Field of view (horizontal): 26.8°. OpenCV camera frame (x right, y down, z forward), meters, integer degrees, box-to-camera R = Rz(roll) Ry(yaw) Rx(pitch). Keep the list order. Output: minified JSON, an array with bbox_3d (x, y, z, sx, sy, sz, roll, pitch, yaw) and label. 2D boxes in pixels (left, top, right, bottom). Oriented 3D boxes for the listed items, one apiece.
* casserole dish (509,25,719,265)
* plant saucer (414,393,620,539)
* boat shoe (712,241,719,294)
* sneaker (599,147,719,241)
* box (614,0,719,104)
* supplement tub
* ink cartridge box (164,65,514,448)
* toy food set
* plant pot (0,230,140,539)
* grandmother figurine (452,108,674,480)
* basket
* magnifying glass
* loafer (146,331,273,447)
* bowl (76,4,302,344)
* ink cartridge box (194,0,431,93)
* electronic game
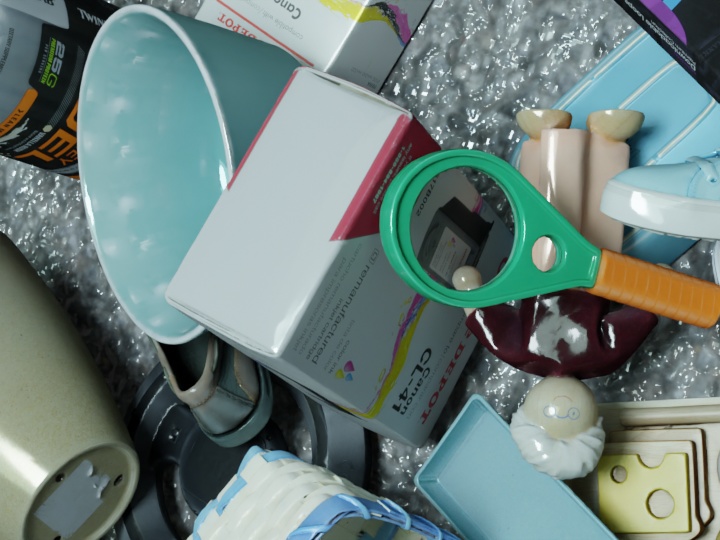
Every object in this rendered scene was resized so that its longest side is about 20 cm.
[{"bbox_3d":[0.165,-0.075,0.871,0.200,0.039,0.121,-43,64,19],"label":"casserole dish"},{"bbox_3d":[0.111,0.158,0.832,0.200,0.019,0.070,47,112,34],"label":"plant saucer"},{"bbox_3d":[0.236,0.028,0.764,0.073,0.065,0.200,-36,43,5],"label":"boat shoe"},{"bbox_3d":[0.220,-0.059,0.774,0.199,0.074,0.082,-2,98,-8],"label":"sneaker"},{"bbox_3d":[0.209,-0.186,0.837,0.143,0.036,0.200,-38,65,-2],"label":"box"},{"bbox_3d":[-0.211,-0.131,1.002,0.122,0.200,0.123,-9,75,35],"label":"supplement tub"},{"bbox_3d":[0.000,0.000,0.848,0.085,0.200,0.148,24,82,31],"label":"ink cartridge box"},{"bbox_3d":[0.190,0.138,0.811,0.199,0.060,0.144,-6,80,30],"label":"toy food set"},{"bbox_3d":[-0.243,0.096,0.994,0.200,0.187,0.188,37,102,32],"label":"plant pot"},{"bbox_3d":[0.110,0.014,0.830,0.121,0.061,0.201,-1,82,20],"label":"grandmother figurine"},{"bbox_3d":[0.003,0.197,0.817,0.139,0.176,0.200,-57,39,-1],"label":"basket"},{"bbox_3d":[0.102,-0.007,0.784,0.022,0.199,0.080,179,106,-70],"label":"magnifying glass"},{"bbox_3d":[-0.111,0.023,0.976,0.072,0.063,0.200,-38,47,10],"label":"loafer"},{"bbox_3d":[-0.084,-0.063,0.916,0.200,0.105,0.202,20,115,52],"label":"bowl"},{"bbox_3d":[-0.027,-0.178,0.982,0.116,0.067,0.201,36,102,29],"label":"ink cartridge box"},{"bbox_3d":[-0.081,0.129,0.983,0.199,0.042,0.201,-10,69,27],"label":"electronic game"}]
